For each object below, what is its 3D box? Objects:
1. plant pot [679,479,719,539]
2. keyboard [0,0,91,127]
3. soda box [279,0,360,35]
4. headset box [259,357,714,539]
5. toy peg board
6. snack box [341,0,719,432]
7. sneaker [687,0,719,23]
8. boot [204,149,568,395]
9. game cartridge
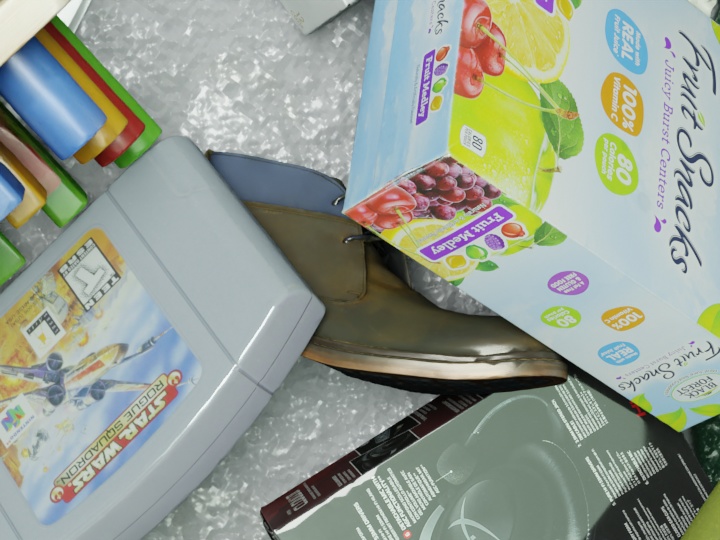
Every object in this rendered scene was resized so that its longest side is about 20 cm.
[{"bbox_3d":[0.174,0.185,1.005,0.186,0.187,0.201,18,78,-7],"label":"plant pot"},{"bbox_3d":[-0.139,-0.146,1.099,0.056,0.011,0.201,28,89,-6],"label":"keyboard"},{"bbox_3d":[-0.050,-0.206,1.073,0.064,0.068,0.201,-37,95,-18],"label":"soda box"},{"bbox_3d":[0.060,0.132,1.097,0.199,0.077,0.149,-32,95,-3],"label":"headset box"},{"bbox_3d":[-0.167,-0.032,0.999,0.200,0.199,0.098,-42,103,4],"label":"toy peg board"},{"bbox_3d":[0.094,-0.054,1.025,0.199,0.067,0.170,32,48,-31],"label":"snack box"},{"bbox_3d":[0.123,-0.199,1.097,0.079,0.078,0.202,0,92,2],"label":"sneaker"},{"bbox_3d":[0.000,0.000,1.058,0.199,0.075,0.098,5,82,26],"label":"boot"},{"bbox_3d":[-0.114,0.050,1.046,0.200,0.133,0.042,-44,137,5],"label":"game cartridge"}]
